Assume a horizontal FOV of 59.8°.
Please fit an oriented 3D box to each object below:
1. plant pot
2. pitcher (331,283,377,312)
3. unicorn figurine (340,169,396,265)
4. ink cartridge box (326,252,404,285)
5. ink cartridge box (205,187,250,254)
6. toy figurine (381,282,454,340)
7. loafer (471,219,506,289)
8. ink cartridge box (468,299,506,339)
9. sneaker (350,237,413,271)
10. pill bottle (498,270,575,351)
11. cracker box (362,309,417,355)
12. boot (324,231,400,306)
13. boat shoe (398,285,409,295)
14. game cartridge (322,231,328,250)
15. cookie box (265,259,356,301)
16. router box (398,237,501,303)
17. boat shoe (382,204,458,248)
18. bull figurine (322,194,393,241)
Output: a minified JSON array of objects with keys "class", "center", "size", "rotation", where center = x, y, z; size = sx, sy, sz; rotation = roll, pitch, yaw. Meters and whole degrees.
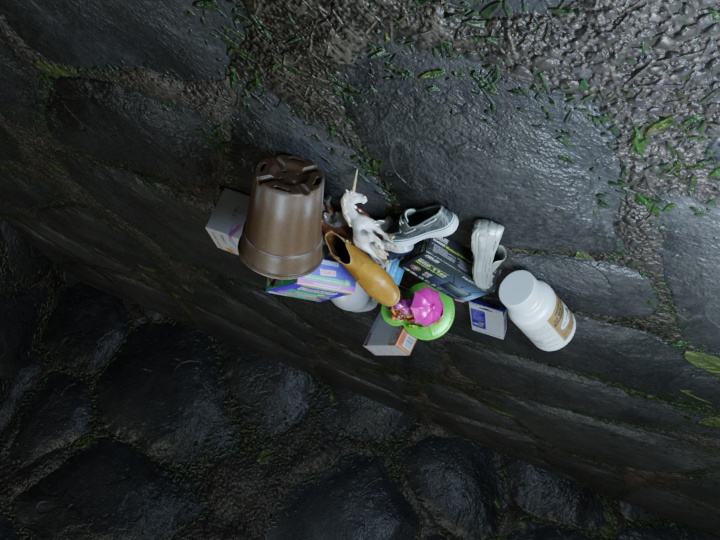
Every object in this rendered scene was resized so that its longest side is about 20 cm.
[{"class":"plant pot","center":[-0.161,-0.124,1.350],"size":[0.196,0.201,0.201],"rotation":[20,129,8]},{"class":"pitcher","center":[0.002,0.060,1.793],"size":[0.167,0.124,0.200],"rotation":[0,163,20]},{"class":"unicorn figurine","center":[0.013,-0.089,1.335],"size":[0.136,0.074,0.202],"rotation":[36,148,18]},{"class":"ink cartridge box","center":[0.012,-0.016,1.645],"size":[0.196,0.069,0.115],"rotation":[24,160,-2]},{"class":"ink cartridge box","center":[-0.306,-0.116,1.662],"size":[0.196,0.128,0.129],"rotation":[18,159,11]},{"class":"toy figurine","center":[0.138,0.091,1.572],"size":[0.195,0.154,0.184],"rotation":[2,171,9]},{"class":"loafer","center":[0.272,-0.027,1.321],"size":[0.068,0.071,0.202],"rotation":[8,147,18]},{"class":"ink cartridge box","center":[0.342,0.124,1.677],"size":[0.093,0.038,0.201],"rotation":[17,161,20]},{"class":"sneaker","center":[0.060,-0.027,1.499],"size":[0.198,0.069,0.111],"rotation":[8,116,49]},{"class":"pill bottle","center":[0.397,0.088,1.417],"size":[0.113,0.116,0.199],"rotation":[0,150,45]},{"class":"cracker box","center":[0.097,0.167,1.763],"size":[0.057,0.136,0.199],"rotation":[35,160,-19]},{"class":"boot","center":[0.000,-0.001,1.412],"size":[0.201,0.071,0.144],"rotation":[47,-173,17]},{"class":"boat shoe","center":[0.148,0.102,1.798],"size":[0.198,0.058,0.066],"rotation":[32,158,-22]},{"class":"game cartridge","center":[-0.125,-0.070,1.611],"size":[0.131,0.042,0.199],"rotation":[-13,178,-31]},{"class":"cookie box","center":[-0.128,0.023,1.610],"size":[0.168,0.077,0.199],"rotation":[12,165,-30]},{"class":"router box","center":[0.206,-0.005,1.470],"size":[0.197,0.063,0.150],"rotation":[29,157,-14]},{"class":"boat shoe","center":[0.116,-0.104,1.340],"size":[0.197,0.073,0.071],"rotation":[-14,132,42]},{"class":"bull figurine","center":[-0.022,-0.115,1.451],"size":[0.196,0.066,0.122],"rotation":[0,143,35]}]
